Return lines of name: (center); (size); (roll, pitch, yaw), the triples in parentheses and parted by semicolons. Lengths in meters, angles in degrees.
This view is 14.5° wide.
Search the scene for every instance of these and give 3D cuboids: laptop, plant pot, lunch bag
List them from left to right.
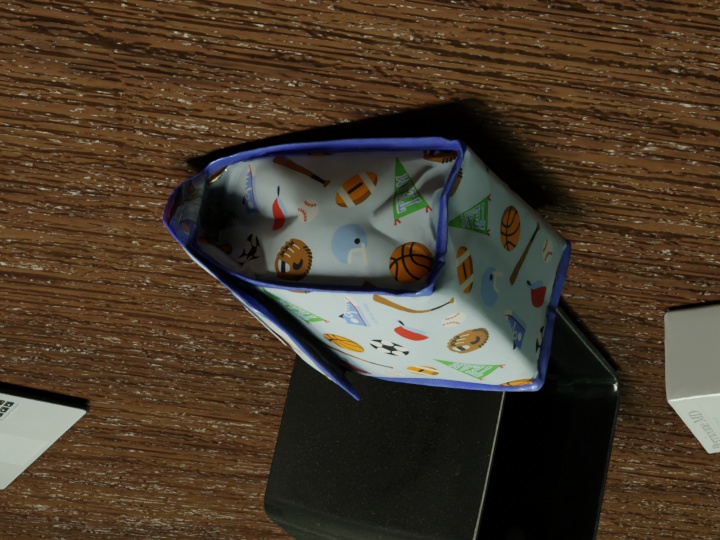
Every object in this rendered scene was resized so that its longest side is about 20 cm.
laptop: (-0.326, 0.161, 2.063); (0.199, 0.116, 0.187); (13, 153, -23)
lunch bag: (0.000, 0.000, 1.708); (0.199, 0.124, 0.170); (4, 158, 29)
plant pot: (0.050, 0.127, 1.905); (0.177, 0.201, 0.200); (2, 158, 27)

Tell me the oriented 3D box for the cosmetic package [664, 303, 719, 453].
cosmetic package: (0.310, 0.063, 1.875); (0.199, 0.074, 0.102); (-10, 152, 21)
